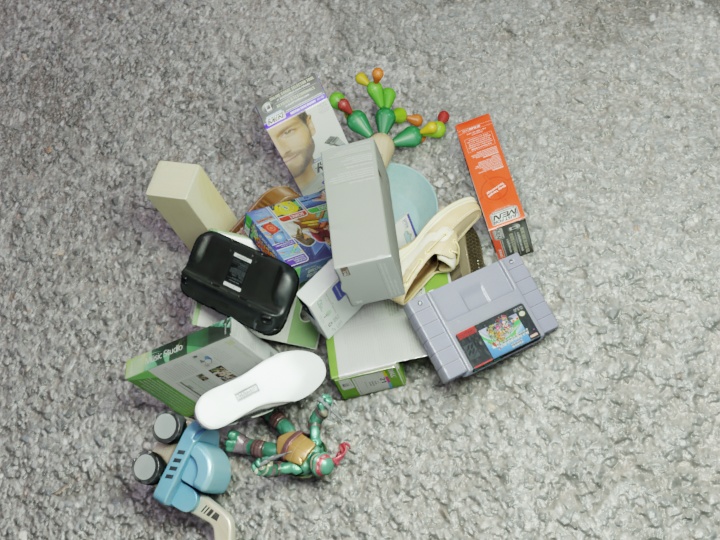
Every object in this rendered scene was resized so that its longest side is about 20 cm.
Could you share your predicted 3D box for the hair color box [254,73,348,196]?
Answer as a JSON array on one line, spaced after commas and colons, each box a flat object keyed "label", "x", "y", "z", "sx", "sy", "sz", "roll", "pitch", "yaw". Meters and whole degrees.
[{"label": "hair color box", "x": -0.081, "y": -0.211, "z": 1.813, "sx": 0.108, "sy": 0.201, "sz": 0.065, "roll": -27, "pitch": 56, "yaw": 1}]

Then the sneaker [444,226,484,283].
[{"label": "sneaker", "x": 0.146, "y": 0.032, "z": 1.693, "sx": 0.075, "sy": 0.070, "sz": 0.203, "roll": -22, "pitch": 55, "yaw": 35}]

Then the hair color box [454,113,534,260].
[{"label": "hair color box", "x": 0.203, "y": -0.126, "z": 1.730, "sx": 0.060, "sy": 0.102, "sz": 0.202, "roll": -19, "pitch": 57, "yaw": 6}]

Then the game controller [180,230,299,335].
[{"label": "game controller", "x": -0.176, "y": 0.016, "z": 1.632, "sx": 0.198, "sy": 0.042, "sz": 0.105, "roll": 23, "pitch": 85, "yaw": 31}]

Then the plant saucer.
[{"label": "plant saucer", "x": 0.030, "y": -0.076, "z": 1.797, "sx": 0.198, "sy": 0.039, "sz": 0.204, "roll": -8, "pitch": 60, "yaw": 14}]

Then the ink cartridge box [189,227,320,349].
[{"label": "ink cartridge box", "x": -0.149, "y": 0.029, "z": 1.730, "sx": 0.197, "sy": 0.048, "sz": 0.148, "roll": 12, "pitch": 95, "yaw": -16}]

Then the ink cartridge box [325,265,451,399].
[{"label": "ink cartridge box", "x": 0.050, "y": 0.090, "z": 1.677, "sx": 0.197, "sy": 0.076, "sz": 0.150, "roll": -13, "pitch": 58, "yaw": 7}]

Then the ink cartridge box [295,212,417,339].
[{"label": "ink cartridge box", "x": 0.000, "y": 0.000, "z": 1.639, "sx": 0.200, "sy": 0.100, "sz": 0.039, "roll": -42, "pitch": 56, "yaw": -12}]

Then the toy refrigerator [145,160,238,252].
[{"label": "toy refrigerator", "x": -0.257, "y": -0.092, "z": 1.806, "sx": 0.075, "sy": 0.201, "sz": 0.071, "roll": 8, "pitch": 63, "yaw": 23}]

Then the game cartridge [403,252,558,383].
[{"label": "game cartridge", "x": 0.174, "y": 0.067, "z": 1.609, "sx": 0.198, "sy": 0.039, "sz": 0.131, "roll": -23, "pitch": 71, "yaw": -23}]

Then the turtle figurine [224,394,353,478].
[{"label": "turtle figurine", "x": -0.099, "y": 0.249, "z": 1.622, "sx": 0.198, "sy": 0.102, "sz": 0.150, "roll": 15, "pitch": 48, "yaw": 43}]

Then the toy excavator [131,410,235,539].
[{"label": "toy excavator", "x": -0.229, "y": 0.322, "z": 1.624, "sx": 0.198, "sy": 0.100, "sz": 0.197, "roll": 24, "pitch": 85, "yaw": 25}]

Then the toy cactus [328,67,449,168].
[{"label": "toy cactus", "x": 0.044, "y": -0.230, "z": 1.816, "sx": 0.197, "sy": 0.102, "sz": 0.167, "roll": 20, "pitch": 59, "yaw": -15}]

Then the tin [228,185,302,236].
[{"label": "tin", "x": -0.158, "y": -0.043, "z": 1.797, "sx": 0.042, "sy": 0.112, "sz": 0.201, "roll": 34, "pitch": 77, "yaw": 29}]

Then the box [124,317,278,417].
[{"label": "box", "x": -0.225, "y": 0.145, "z": 1.667, "sx": 0.198, "sy": 0.144, "sz": 0.037, "roll": -23, "pitch": 49, "yaw": 23}]

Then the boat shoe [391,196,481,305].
[{"label": "boat shoe", "x": 0.110, "y": -0.023, "z": 1.647, "sx": 0.200, "sy": 0.074, "sz": 0.069, "roll": -42, "pitch": 63, "yaw": -12}]

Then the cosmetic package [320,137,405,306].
[{"label": "cosmetic package", "x": 0.003, "y": -0.066, "z": 1.555, "sx": 0.089, "sy": 0.107, "sz": 0.202, "roll": -14, "pitch": 59, "yaw": 6}]

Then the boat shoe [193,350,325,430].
[{"label": "boat shoe", "x": -0.145, "y": 0.174, "z": 1.623, "sx": 0.198, "sy": 0.068, "sz": 0.073, "roll": -25, "pitch": 84, "yaw": -16}]

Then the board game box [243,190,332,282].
[{"label": "board game box", "x": -0.059, "y": -0.058, "z": 1.713, "sx": 0.198, "sy": 0.035, "sz": 0.136, "roll": -18, "pitch": 51, "yaw": -31}]
